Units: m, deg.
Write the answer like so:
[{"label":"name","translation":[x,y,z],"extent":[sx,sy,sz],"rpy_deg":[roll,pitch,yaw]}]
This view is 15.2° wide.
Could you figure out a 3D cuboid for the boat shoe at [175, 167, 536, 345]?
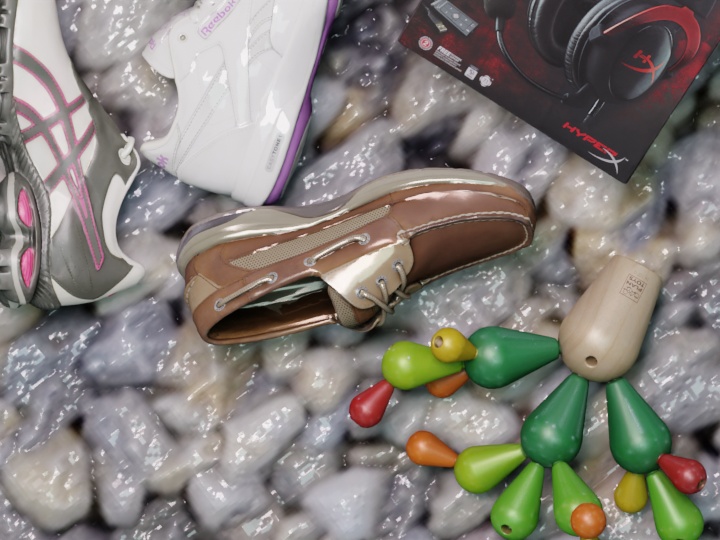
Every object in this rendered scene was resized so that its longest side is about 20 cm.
[{"label":"boat shoe","translation":[0.000,0.000,1.455],"extent":[0.199,0.076,0.072],"rpy_deg":[-13,56,11]}]

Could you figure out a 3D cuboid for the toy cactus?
[{"label":"toy cactus","translation":[0.110,0.068,1.461],"extent":[0.200,0.102,0.165],"rpy_deg":[27,83,10]}]

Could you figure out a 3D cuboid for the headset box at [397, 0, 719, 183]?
[{"label":"headset box","translation":[0.134,-0.172,1.414],"extent":[0.148,0.075,0.200],"rpy_deg":[33,119,1]}]

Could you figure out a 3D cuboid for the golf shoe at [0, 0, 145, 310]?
[{"label":"golf shoe","translation":[-0.168,-0.079,1.478],"extent":[0.088,0.077,0.201],"rpy_deg":[-4,96,-16]}]

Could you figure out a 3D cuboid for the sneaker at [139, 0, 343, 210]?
[{"label":"sneaker","translation":[-0.062,-0.138,1.460],"extent":[0.099,0.075,0.201],"rpy_deg":[16,92,0]}]
